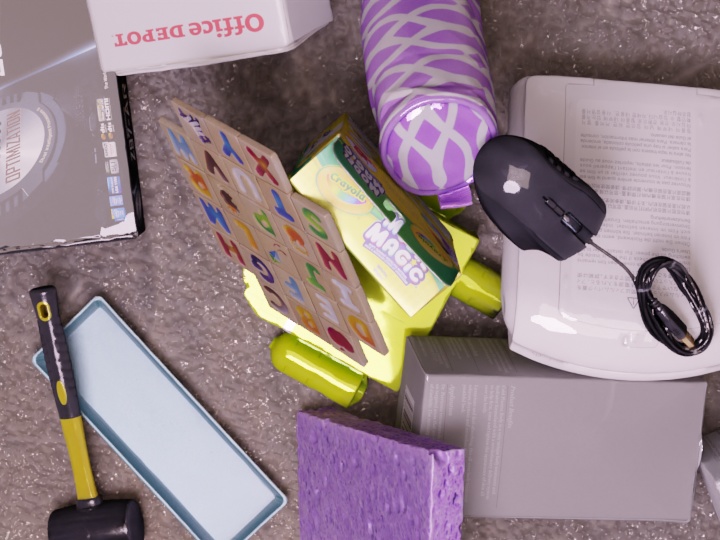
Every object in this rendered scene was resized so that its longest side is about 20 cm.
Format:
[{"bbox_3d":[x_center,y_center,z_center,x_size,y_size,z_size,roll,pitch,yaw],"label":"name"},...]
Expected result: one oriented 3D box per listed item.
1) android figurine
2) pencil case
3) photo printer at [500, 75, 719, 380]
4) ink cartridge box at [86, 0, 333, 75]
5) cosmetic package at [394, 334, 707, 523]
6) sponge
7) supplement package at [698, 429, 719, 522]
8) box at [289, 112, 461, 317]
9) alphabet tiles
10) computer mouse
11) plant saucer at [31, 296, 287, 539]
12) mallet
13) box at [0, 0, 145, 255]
[{"bbox_3d":[0.000,0.000,1.424,0.199,0.041,0.183,27,97,-2],"label":"android figurine"},{"bbox_3d":[0.043,-0.137,1.328,0.083,0.201,0.086,-5,133,3],"label":"pencil case"},{"bbox_3d":[0.177,-0.025,1.362,0.164,0.070,0.202,4,69,-2],"label":"photo printer"},{"bbox_3d":[-0.113,-0.242,1.350,0.144,0.083,0.202,-5,105,22],"label":"ink cartridge box"},{"bbox_3d":[0.128,0.107,1.390,0.198,0.090,0.108,3,107,-11],"label":"cosmetic package"},{"bbox_3d":[0.011,0.160,1.368,0.030,0.200,0.113,-4,96,-27],"label":"sponge"},{"bbox_3d":[0.354,0.177,1.379,0.198,0.147,0.193,-22,96,4],"label":"supplement package"},{"bbox_3d":[0.011,-0.037,1.300,0.048,0.200,0.118,-41,95,4],"label":"box"},{"bbox_3d":[-0.056,-0.022,1.305,0.006,0.166,0.201,-43,138,-19],"label":"alphabet tiles"},{"bbox_3d":[0.148,-0.012,1.268,0.199,0.034,0.059,37,91,-16],"label":"computer mouse"},{"bbox_3d":[-0.142,0.113,1.453,0.070,0.019,0.200,-42,94,6],"label":"plant saucer"},{"bbox_3d":[-0.192,0.109,1.428,0.065,0.041,0.202,-1,105,9],"label":"mallet"},{"bbox_3d":[-0.241,-0.114,1.418,0.158,0.044,0.202,-6,96,2],"label":"box"}]
